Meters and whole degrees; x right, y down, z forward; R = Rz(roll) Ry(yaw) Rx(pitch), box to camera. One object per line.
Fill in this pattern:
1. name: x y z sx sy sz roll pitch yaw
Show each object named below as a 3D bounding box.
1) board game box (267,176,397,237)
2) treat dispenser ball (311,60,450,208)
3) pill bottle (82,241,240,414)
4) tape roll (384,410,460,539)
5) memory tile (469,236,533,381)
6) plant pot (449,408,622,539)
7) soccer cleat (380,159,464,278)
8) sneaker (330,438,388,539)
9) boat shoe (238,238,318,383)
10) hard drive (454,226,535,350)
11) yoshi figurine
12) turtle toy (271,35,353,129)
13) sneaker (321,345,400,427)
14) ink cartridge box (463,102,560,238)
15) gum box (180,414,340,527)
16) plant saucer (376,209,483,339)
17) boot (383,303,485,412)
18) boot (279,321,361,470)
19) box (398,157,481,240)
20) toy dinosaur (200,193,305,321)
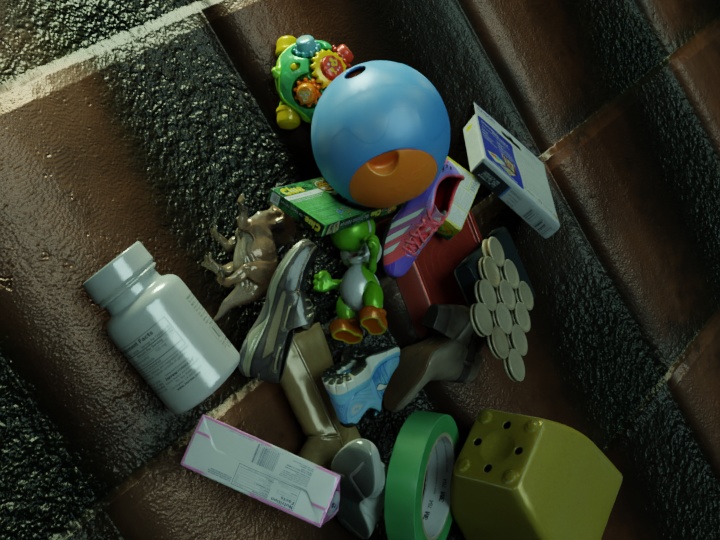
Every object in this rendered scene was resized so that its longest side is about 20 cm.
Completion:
1. board game box: -0.035 -0.102 1.170 0.104 0.024 0.199 36 31 21
2. treat dispenser ball: 0.028 -0.191 1.129 0.197 0.200 0.205 7 75 -30
3. pill bottle: -0.253 0.070 1.013 0.114 0.114 0.201 -43 103 -31
4. tape roll: 0.093 0.308 1.155 0.200 0.047 0.205 3 90 -66
5. memory tile: 0.221 0.057 1.243 0.154 0.017 0.202 51 38 -27
6. plant pot: 0.243 0.316 1.189 0.201 0.193 0.196 53 56 -34
7. soccer cleat: 0.092 -0.074 1.214 0.067 0.073 0.203 14 106 -40
8. sneaker: 0.006 0.284 1.101 0.070 0.203 0.080 26 50 22
9. boat shoe: -0.096 0.059 1.085 0.072 0.074 0.203 24 89 7
10. hard drive: 0.226 0.024 1.313 0.200 0.032 0.142 -38 105 -56
11. yoshi figurine: -0.012 -0.005 1.184 0.110 0.113 0.203 4 58 -9
12. turtle toy: -0.045 -0.289 1.230 0.197 0.101 0.149 5 77 -31
13. sneaker: 0.004 0.165 1.155 0.199 0.077 0.092 -27 111 -62
14. ink cartridge box: 0.262 -0.179 1.411 0.196 0.047 0.202 36 29 -22
15. gum box: -0.116 0.256 1.007 0.197 0.114 0.067 23 75 5
16. plant saucer: 0.142 -0.017 1.328 0.198 0.037 0.203 -23 92 -33
17. boot: 0.130 0.148 1.266 0.145 0.070 0.203 30 88 -42
18. boot: -0.087 0.198 1.123 0.174 0.066 0.203 -26 95 -46
19. box: 0.091 -0.152 1.296 0.199 0.048 0.118 36 56 -11
20. toy dinosaur: -0.141 -0.019 1.126 0.134 0.085 0.204 21 74 -34
